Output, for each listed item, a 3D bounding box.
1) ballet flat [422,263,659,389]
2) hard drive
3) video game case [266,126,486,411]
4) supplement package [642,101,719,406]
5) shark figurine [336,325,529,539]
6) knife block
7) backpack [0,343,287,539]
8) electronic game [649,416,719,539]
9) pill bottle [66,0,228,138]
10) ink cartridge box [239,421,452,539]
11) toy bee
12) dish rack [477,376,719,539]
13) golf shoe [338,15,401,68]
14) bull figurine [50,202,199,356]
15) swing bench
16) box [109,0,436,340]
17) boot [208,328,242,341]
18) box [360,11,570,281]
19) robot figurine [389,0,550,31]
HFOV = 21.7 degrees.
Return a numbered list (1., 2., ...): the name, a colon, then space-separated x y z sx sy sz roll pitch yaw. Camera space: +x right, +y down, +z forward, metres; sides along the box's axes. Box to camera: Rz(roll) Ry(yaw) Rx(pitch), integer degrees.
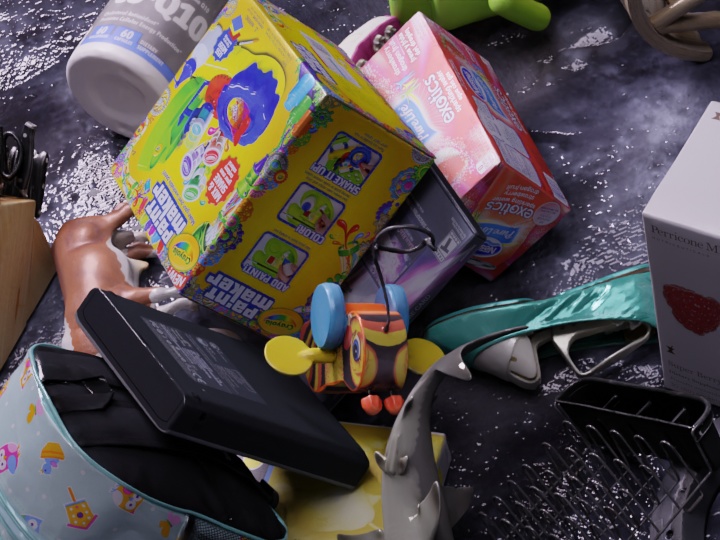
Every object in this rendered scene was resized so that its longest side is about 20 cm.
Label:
1. ballet flat: 0.145 0.052 1.433 0.198 0.067 0.071 -15 62 5
2. hard drive: -0.095 0.085 1.331 0.033 0.199 0.140 -54 48 11
3. video game case: 0.000 0.000 1.475 0.200 0.019 0.143 -48 46 17
4. supplement package: 0.286 0.000 1.345 0.121 0.201 0.120 19 57 29
5. shark figurine: 0.056 0.140 1.305 0.089 0.216 0.128 0 6 -42
6. knife block: -0.322 -0.029 1.551 0.064 0.176 0.201 8 53 22
7. backpack: -0.175 0.148 1.291 0.153 0.200 0.176 -43 47 10
8. electronic game: 0.296 0.179 1.282 0.198 0.042 0.201 -10 59 16
9. pill bottle: -0.176 -0.227 1.724 0.113 0.114 0.201 12 54 24
10. ink cartridge box: -0.052 0.199 1.372 0.196 0.047 0.201 5 50 19
11. toy bee: -0.004 0.058 1.340 0.130 0.200 0.110 -6 69 1
12. dish rack: 0.150 0.166 1.301 0.200 0.055 0.153 -45 24 -22
13. golf shoe: -0.035 -0.159 1.657 0.091 0.076 0.200 17 55 31
14. bull figurine: -0.200 0.021 1.550 0.121 0.065 0.201 -18 49 -4
15. swing bench: 0.306 -0.300 1.652 0.199 0.130 0.200 -18 48 6
16. box: -0.075 -0.083 1.486 0.193 0.122 0.200 -53 37 13
17. boot: -0.171 0.122 1.442 0.199 0.073 0.090 -28 30 2
18. box: 0.077 -0.103 1.538 0.095 0.099 0.201 -42 45 19
19. robot figurine: 0.113 -0.289 1.697 0.199 0.116 0.176 -18 64 -3
